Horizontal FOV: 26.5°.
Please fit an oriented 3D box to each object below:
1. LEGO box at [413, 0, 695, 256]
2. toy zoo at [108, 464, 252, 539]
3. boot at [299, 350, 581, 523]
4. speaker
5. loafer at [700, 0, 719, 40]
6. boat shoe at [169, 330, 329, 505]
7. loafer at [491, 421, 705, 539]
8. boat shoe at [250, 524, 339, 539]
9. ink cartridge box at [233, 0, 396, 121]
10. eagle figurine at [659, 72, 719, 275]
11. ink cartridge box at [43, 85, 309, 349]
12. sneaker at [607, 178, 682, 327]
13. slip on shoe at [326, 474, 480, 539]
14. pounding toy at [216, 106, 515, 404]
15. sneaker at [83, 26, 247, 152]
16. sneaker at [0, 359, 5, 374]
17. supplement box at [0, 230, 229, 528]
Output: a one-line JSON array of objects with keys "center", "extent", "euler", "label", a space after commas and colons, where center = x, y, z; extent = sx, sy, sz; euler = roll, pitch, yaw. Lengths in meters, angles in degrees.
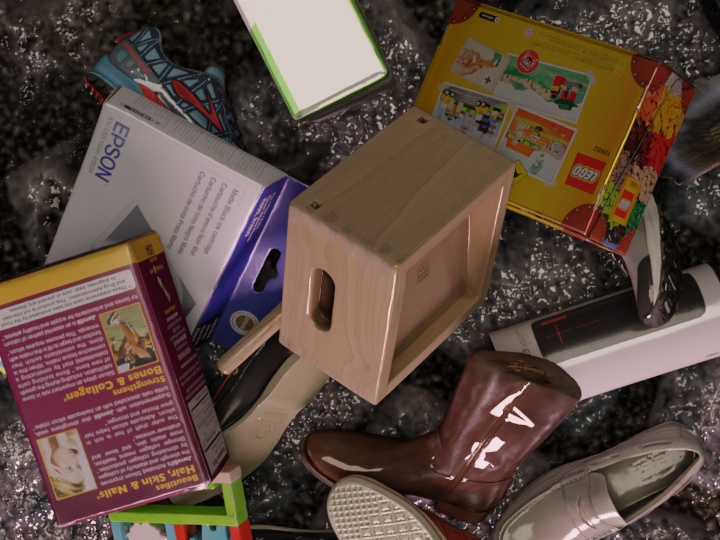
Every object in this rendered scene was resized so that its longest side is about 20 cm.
[{"center": [0.145, -0.119, 1.239], "extent": [0.200, 0.077, 0.149], "euler": [26, 95, 34], "label": "LEGO box"}, {"center": [-0.146, 0.262, 1.302], "extent": [0.131, 0.020, 0.200], "euler": [-4, 103, 27], "label": "toy zoo"}, {"center": [0.063, 0.121, 1.253], "extent": [0.186, 0.064, 0.200], "euler": [15, 139, -10], "label": "boot"}, {"center": [0.212, 0.061, 1.297], "extent": [0.200, 0.081, 0.081], "euler": [-18, 93, 2], "label": "speaker"}, {"center": [0.350, -0.190, 1.285], "extent": [0.070, 0.068, 0.201], "euler": [-34, 100, 5], "label": "loafer"}, {"center": [-0.101, 0.119, 1.315], "extent": [0.201, 0.074, 0.063], "euler": [-50, 55, 13], "label": "boat shoe"}, {"center": [0.203, 0.193, 1.309], "extent": [0.200, 0.070, 0.070], "euler": [-32, 93, 3], "label": "loafer"}, {"center": [-0.070, 0.263, 1.318], "extent": [0.199, 0.066, 0.075], "euler": [0, 95, 1], "label": "boat shoe"}, {"center": [-0.041, -0.199, 1.224], "extent": [0.084, 0.200, 0.146], "euler": [-27, 93, 5], "label": "ink cartridge box"}, {"center": [0.350, -0.102, 1.228], "extent": [0.200, 0.151, 0.152], "euler": [-28, 63, 39], "label": "eagle figurine"}, {"center": [-0.148, -0.026, 1.267], "extent": [0.200, 0.041, 0.200], "euler": [27, 126, -1], "label": "ink cartridge box"}, {"center": [0.217, -0.039, 1.271], "extent": [0.079, 0.074, 0.200], "euler": [-18, 58, 14], "label": "sneaker"}, {"center": [0.055, 0.236, 1.291], "extent": [0.200, 0.061, 0.074], "euler": [34, 109, -12], "label": "slip on shoe"}, {"center": [0.000, 0.000, 1.208], "extent": [0.142, 0.200, 0.184], "euler": [32, 50, 22], "label": "pounding toy"}, {"center": [-0.129, -0.128, 1.287], "extent": [0.200, 0.079, 0.096], "euler": [40, 71, -16], "label": "sneaker"}, {"center": [-0.233, 0.086, 1.307], "extent": [0.200, 0.074, 0.082], "euler": [37, 92, -2], "label": "sneaker"}, {"center": [-0.199, 0.084, 1.212], "extent": [0.131, 0.103, 0.200], "euler": [-16, 95, 7], "label": "supplement box"}]
